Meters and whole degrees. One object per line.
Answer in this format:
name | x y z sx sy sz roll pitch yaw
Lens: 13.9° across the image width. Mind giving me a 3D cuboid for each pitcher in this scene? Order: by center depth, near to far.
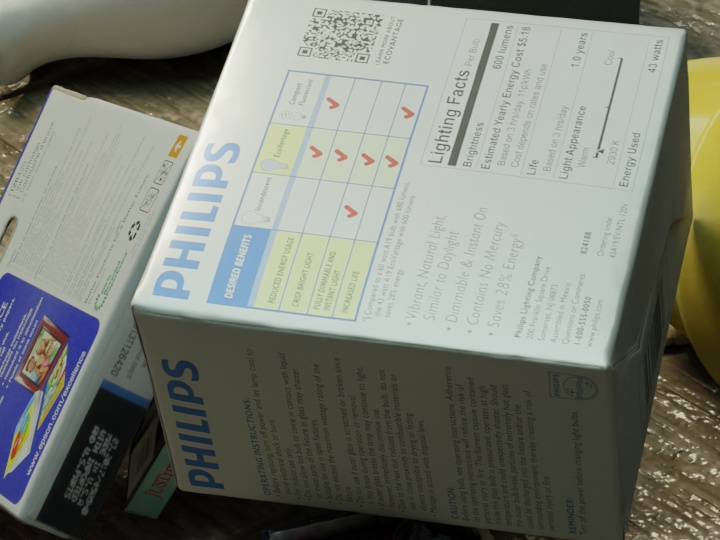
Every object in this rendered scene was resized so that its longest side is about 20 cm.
pitcher | -0.146 -0.193 1.886 0.199 0.122 0.172 -18 14 3

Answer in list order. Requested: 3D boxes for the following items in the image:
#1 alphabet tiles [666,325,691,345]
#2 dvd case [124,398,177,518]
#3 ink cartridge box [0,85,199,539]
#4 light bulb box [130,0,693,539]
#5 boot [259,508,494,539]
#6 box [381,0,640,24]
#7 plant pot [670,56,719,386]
alphabet tiles | 0.136 -0.010 1.599 0.166 0.008 0.200 -8 29 -1
dvd case | -0.075 0.001 1.436 0.022 0.146 0.201 17 49 -14
ink cartridge box | -0.140 0.016 1.434 0.047 0.199 0.200 25 -2 -25
light bulb box | 0.030 -0.005 1.264 0.199 0.125 0.199 7 49 14
boot | 0.055 0.143 1.264 0.199 0.091 0.073 -8 29 -2
box | 0.065 -0.199 1.824 0.148 0.108 0.200 -9 28 -22
plant pot | 0.214 -0.028 1.437 0.200 0.202 0.189 -21 22 -24
